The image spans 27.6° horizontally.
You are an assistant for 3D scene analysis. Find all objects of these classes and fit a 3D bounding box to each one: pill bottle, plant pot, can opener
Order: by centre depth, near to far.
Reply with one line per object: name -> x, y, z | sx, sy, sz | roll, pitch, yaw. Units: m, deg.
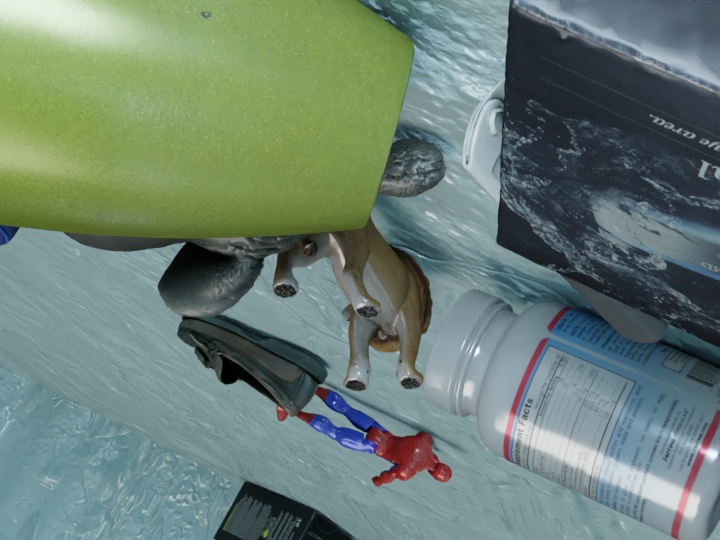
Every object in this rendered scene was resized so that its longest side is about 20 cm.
plant pot -> -0.081, -0.092, 0.697 | 0.199, 0.188, 0.187 | 14, 165, -3
can opener -> 0.115, -0.025, 0.742 | 0.066, 0.053, 0.200 | 13, 159, 42
pill bottle -> 0.146, 0.086, 0.935 | 0.199, 0.109, 0.109 | 23, 164, 22

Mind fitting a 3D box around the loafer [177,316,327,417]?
loafer -> -0.126, 0.096, 1.529 | 0.199, 0.063, 0.072 | 17, 160, 38

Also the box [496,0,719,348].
box -> 0.156, -0.048, 0.480 | 0.196, 0.118, 0.200 | 25, 165, 12

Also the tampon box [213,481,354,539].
tampon box -> -0.141, 0.502, 2.723 | 0.199, 0.127, 0.150 | 14, 158, 44

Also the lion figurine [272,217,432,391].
lion figurine -> 0.000, 0.000, 0.956 | 0.072, 0.123, 0.200 | -6, 142, 13

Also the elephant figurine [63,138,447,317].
elephant figurine -> -0.084, -0.049, 0.833 | 0.200, 0.156, 0.141 | 29, -176, 38

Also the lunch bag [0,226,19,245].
lunch bag -> -0.320, -0.104, 1.108 | 0.199, 0.133, 0.136 | 26, 165, 11

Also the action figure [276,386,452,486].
action figure -> 0.013, 0.189, 1.579 | 0.199, 0.065, 0.099 | 24, 155, 23
